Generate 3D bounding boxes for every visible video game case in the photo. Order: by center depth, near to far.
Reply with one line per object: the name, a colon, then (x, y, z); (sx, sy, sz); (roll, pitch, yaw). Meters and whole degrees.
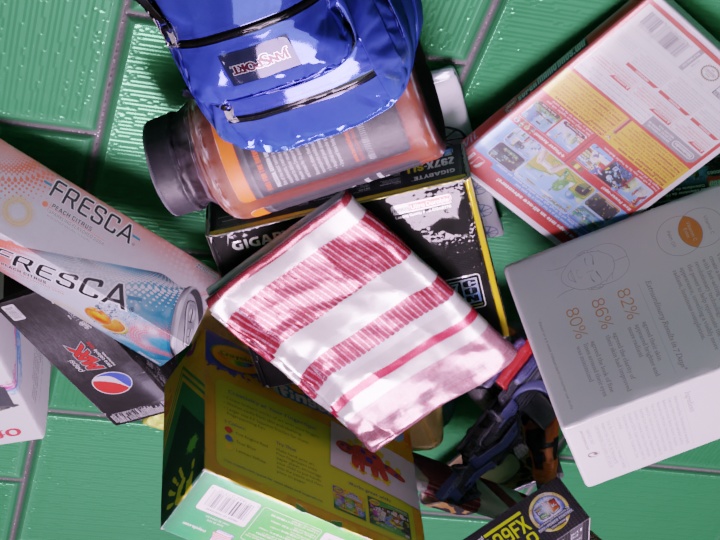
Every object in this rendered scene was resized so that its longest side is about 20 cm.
video game case: (0.185, -0.104, 1.244); (0.143, 0.017, 0.200); (35, 122, -27)

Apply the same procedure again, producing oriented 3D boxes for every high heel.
high heel: (0.110, 0.174, 1.580); (0.142, 0.072, 0.200); (-17, 150, 5)

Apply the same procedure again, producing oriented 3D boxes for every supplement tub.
supplement tub: (-0.047, -0.100, 1.177); (0.199, 0.107, 0.107); (-17, 141, 9)

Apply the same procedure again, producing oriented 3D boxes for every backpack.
backpack: (-0.058, -0.169, 1.025); (0.162, 0.168, 0.201); (-13, 125, 20)

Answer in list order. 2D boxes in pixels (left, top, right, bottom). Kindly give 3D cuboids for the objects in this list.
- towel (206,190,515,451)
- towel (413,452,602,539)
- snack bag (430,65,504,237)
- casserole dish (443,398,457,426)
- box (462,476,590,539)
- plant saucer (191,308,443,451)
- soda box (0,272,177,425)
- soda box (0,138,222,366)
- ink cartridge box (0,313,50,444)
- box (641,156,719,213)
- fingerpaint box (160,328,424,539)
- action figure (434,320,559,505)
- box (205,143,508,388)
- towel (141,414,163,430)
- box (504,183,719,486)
towel: (0.001, 0.043, 1.262); (0.144, 0.023, 0.200); (-35, 121, 21)
towel: (0.113, 0.205, 1.500); (0.199, 0.023, 0.144); (22, -179, -11)
snack bag: (0.005, -0.073, 1.297); (0.187, 0.021, 0.200); (-10, 142, 7)
casserole dish: (-0.002, 0.123, 1.535); (0.199, 0.039, 0.121); (-12, 141, 11)
box: (0.107, 0.258, 1.358); (0.160, 0.044, 0.200); (-32, 153, -10)
plant saucer: (-0.034, 0.067, 1.395); (0.199, 0.049, 0.201); (-4, 129, 1)
soda box: (-0.220, 0.045, 1.383); (0.063, 0.071, 0.200); (-17, 141, 14)
soda box: (-0.207, -0.012, 1.257); (0.199, 0.069, 0.064); (32, 151, -14)
ink cartridge box: (-0.350, 0.063, 1.383); (0.145, 0.083, 0.200); (-9, 142, 4)
box: (0.233, -0.006, 1.393); (0.136, 0.038, 0.200); (-9, 142, 6)
fingerpaint box: (-0.055, 0.158, 1.329); (0.199, 0.167, 0.073); (26, 120, -23)
action figure: (0.127, 0.124, 1.428); (0.200, 0.104, 0.194); (-44, 121, -12)
box: (0.000, 0.000, 1.282); (0.199, 0.049, 0.160); (-12, 130, 7)
towel: (-0.080, 0.098, 1.463); (0.143, 0.023, 0.200); (31, 121, -23)
box: (0.231, 0.046, 1.283); (0.199, 0.153, 0.106); (-20, 145, 6)
